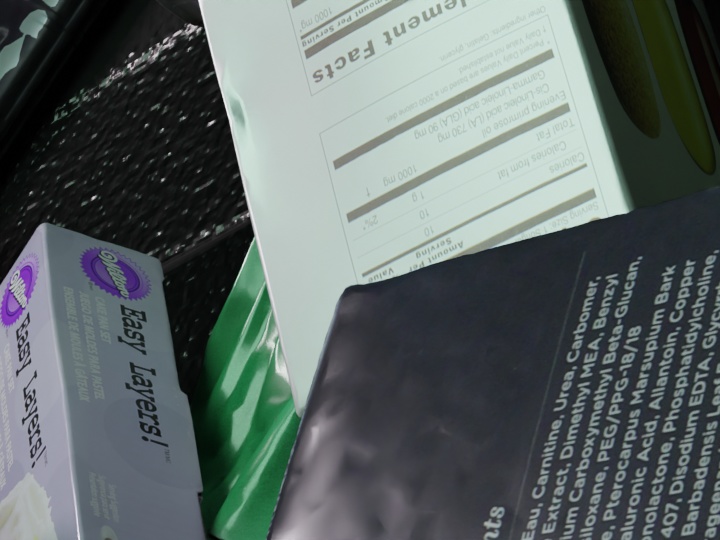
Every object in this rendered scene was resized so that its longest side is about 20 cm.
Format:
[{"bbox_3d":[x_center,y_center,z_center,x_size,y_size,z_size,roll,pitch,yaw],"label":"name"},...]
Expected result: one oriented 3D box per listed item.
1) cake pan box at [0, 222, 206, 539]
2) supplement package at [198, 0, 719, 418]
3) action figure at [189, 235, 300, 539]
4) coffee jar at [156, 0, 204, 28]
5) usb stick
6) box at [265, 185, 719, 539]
[{"bbox_3d":[-0.115,0.109,0.921,0.184,0.052,0.200,-52,30,27],"label":"cake pan box"},{"bbox_3d":[0.033,-0.055,0.821,0.109,0.114,0.200,-27,63,24],"label":"supplement package"},{"bbox_3d":[0.000,0.000,0.921,0.118,0.055,0.200,10,72,55],"label":"action figure"},{"bbox_3d":[-0.004,-0.181,1.060,0.104,0.085,0.200,2,62,59],"label":"coffee jar"},{"bbox_3d":[-0.155,-0.068,1.185,0.055,0.033,0.200,26,80,48],"label":"usb stick"},{"bbox_3d":[0.113,0.079,0.588,0.200,0.197,0.118,-16,47,42],"label":"box"}]
